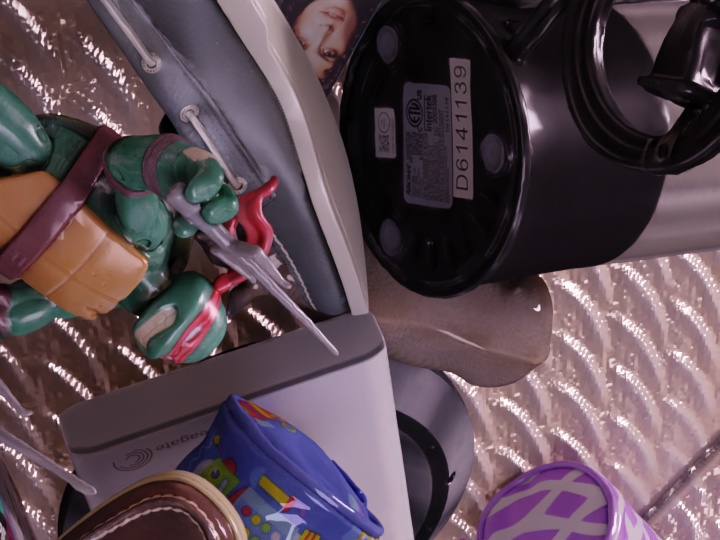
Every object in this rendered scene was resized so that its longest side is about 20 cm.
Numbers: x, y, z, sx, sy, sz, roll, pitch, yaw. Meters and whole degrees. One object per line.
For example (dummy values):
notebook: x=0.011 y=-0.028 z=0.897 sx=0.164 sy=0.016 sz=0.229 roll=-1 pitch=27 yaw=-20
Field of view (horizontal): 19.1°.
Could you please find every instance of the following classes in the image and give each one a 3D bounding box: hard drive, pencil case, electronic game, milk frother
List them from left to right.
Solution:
pencil case: x=-0.076 y=0.144 z=0.818 sx=0.200 sy=0.078 sz=0.087 roll=-51 pitch=145 yaw=7
hard drive: x=-0.045 y=0.102 z=0.916 sx=0.131 sy=0.027 sz=0.201 roll=-18 pitch=144 yaw=-7
electronic game: x=-0.042 y=0.104 z=0.987 sx=0.199 sy=0.042 sz=0.201 roll=-14 pitch=136 yaw=-13
pencil case: x=0.134 y=0.178 z=1.101 sx=0.085 sy=0.084 sz=0.200 roll=-20 pitch=133 yaw=22
milk frother: x=0.125 y=-0.068 z=0.818 sx=0.187 sy=0.200 sz=0.182 roll=-8 pitch=118 yaw=-35

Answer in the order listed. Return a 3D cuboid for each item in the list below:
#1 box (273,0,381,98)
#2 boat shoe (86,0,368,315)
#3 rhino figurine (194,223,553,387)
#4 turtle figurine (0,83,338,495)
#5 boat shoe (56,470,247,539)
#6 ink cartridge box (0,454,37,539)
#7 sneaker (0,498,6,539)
box: x=-0.011 y=-0.161 z=0.801 sx=0.082 sy=0.049 sz=0.201 roll=15 pitch=116 yaw=-32
boat shoe: x=-0.049 y=-0.060 z=0.786 sx=0.061 sy=0.073 sz=0.201 roll=-18 pitch=126 yaw=9
rhino figurine: x=0.000 y=0.000 z=0.899 sx=0.199 sy=0.088 sz=0.060 roll=16 pitch=116 yaw=-33
turtle figurine: x=-0.110 y=-0.011 z=0.729 sx=0.200 sy=0.101 sz=0.150 roll=38 pitch=111 yaw=-10
boat shoe: x=-0.119 y=0.152 z=0.745 sx=0.200 sy=0.072 sz=0.072 roll=-42 pitch=87 yaw=6
ink cartridge box: x=-0.207 y=0.096 z=0.850 sx=0.125 sy=0.129 sz=0.201 roll=-26 pitch=132 yaw=-6
sneaker: x=-0.212 y=0.126 z=0.729 sx=0.199 sy=0.080 sz=0.072 roll=-31 pitch=131 yaw=-1
